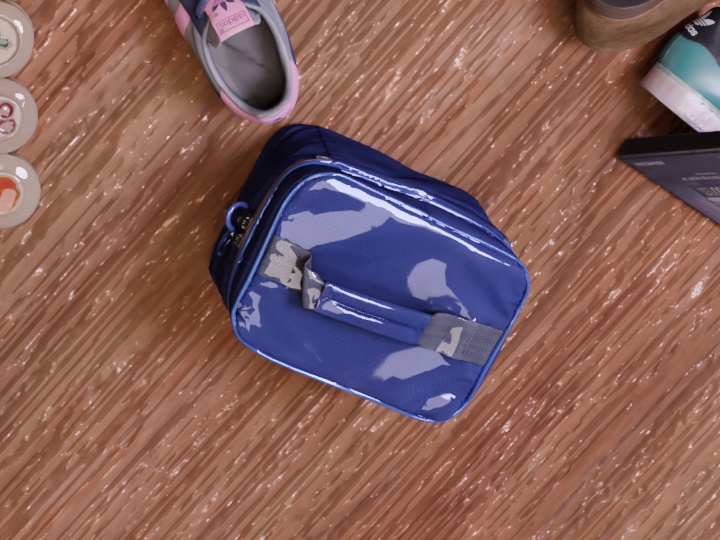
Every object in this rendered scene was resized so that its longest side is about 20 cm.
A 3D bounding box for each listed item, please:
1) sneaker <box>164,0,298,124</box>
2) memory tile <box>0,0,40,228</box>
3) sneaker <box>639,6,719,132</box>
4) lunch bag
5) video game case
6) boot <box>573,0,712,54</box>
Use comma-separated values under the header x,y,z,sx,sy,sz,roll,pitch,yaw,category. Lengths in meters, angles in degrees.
x,y,z,sx,sy,sz,roll,pitch,yaw,category
-0.090,-0.180,1.314,0.070,0.082,0.200,-31,113,-1,sneaker
-0.276,-0.117,1.329,0.153,0.017,0.201,-3,110,-12,memory tile
0.285,-0.099,1.435,0.200,0.071,0.080,33,102,-21,sneaker
0.000,0.000,1.371,0.200,0.132,0.136,21,103,-20,lunch bag
0.285,-0.034,1.422,0.200,0.143,0.019,32,78,-21,video game case
0.222,-0.203,1.397,0.200,0.074,0.076,-25,157,-16,boot
